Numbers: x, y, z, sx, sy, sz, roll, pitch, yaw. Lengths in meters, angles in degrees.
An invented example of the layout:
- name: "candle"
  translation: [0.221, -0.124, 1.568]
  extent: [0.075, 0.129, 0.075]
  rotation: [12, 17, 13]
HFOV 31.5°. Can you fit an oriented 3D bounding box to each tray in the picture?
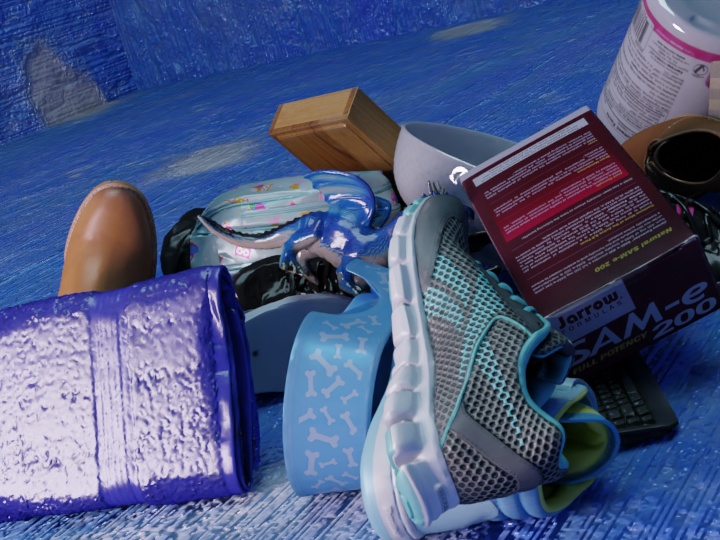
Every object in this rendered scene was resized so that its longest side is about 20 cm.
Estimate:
- name: "tray"
  translation: [0.019, -0.087, 1.160]
  extent: [0.098, 0.200, 0.037]
  rotation: [-5, 56, 43]

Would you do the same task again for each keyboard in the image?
- name: "keyboard"
  translation: [0.119, 0.071, 0.811]
  extent: [0.127, 0.021, 0.200]
  rotation: [-14, 15, 4]

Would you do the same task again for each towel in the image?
- name: "towel"
  translation: [-0.163, 0.085, 0.842]
  extent: [0.199, 0.148, 0.050]
  rotation: [-10, -13, 18]

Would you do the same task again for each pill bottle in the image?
- name: "pill bottle"
  translation: [0.272, -0.158, 1.102]
  extent: [0.113, 0.200, 0.114]
  rotation: [6, 51, -7]

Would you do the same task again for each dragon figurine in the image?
- name: "dragon figurine"
  translation: [-0.014, -0.037, 0.926]
  extent: [0.200, 0.100, 0.059]
  rotation: [19, -4, 27]

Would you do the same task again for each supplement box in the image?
- name: "supplement box"
  translation: [0.145, -0.023, 0.838]
  extent: [0.109, 0.061, 0.200]
  rotation: [-29, 30, 7]

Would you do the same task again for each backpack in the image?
- name: "backpack"
  translation: [-0.060, -0.019, 1.102]
  extent: [0.199, 0.127, 0.167]
  rotation: [-8, 14, 14]

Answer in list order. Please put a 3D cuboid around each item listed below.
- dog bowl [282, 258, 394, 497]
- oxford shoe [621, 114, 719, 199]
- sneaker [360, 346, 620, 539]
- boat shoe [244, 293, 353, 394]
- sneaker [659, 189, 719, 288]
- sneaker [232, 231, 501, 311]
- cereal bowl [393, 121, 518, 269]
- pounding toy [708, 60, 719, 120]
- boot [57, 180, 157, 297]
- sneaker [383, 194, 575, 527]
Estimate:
- name: "dog bowl"
  translation: [0.005, 0.065, 0.793]
  extent: [0.049, 0.112, 0.200]
  rotation: [4, 20, 15]
- name: "oxford shoe"
  translation: [0.243, -0.089, 0.980]
  extent: [0.071, 0.072, 0.200]
  rotation: [2, 0, -21]
- name: "sneaker"
  translation: [0.084, 0.067, 0.716]
  extent: [0.130, 0.080, 0.200]
  rotation: [-7, 40, 22]
- name: "boat shoe"
  translation: [-0.091, 0.058, 0.967]
  extent: [0.200, 0.071, 0.091]
  rotation: [-18, 15, -6]
- name: "sneaker"
  translation: [0.223, -0.021, 0.908]
  extent: [0.199, 0.084, 0.077]
  rotation: [-14, 16, 6]
- name: "sneaker"
  translation: [0.000, 0.003, 0.985]
  extent: [0.199, 0.060, 0.104]
  rotation: [0, -18, -13]
- name: "cereal bowl"
  translation: [0.118, -0.055, 1.066]
  extent: [0.199, 0.084, 0.200]
  rotation: [16, 17, -5]
- name: "pounding toy"
  translation: [0.395, -0.126, 0.945]
  extent: [0.184, 0.143, 0.200]
  rotation: [-5, 11, -23]
- name: "boot"
  translation: [-0.207, 0.036, 0.952]
  extent: [0.076, 0.201, 0.155]
  rotation: [21, 7, -8]
- name: "sneaker"
  translation: [0.062, 0.038, 0.647]
  extent: [0.091, 0.078, 0.200]
  rotation: [-8, 48, 10]
